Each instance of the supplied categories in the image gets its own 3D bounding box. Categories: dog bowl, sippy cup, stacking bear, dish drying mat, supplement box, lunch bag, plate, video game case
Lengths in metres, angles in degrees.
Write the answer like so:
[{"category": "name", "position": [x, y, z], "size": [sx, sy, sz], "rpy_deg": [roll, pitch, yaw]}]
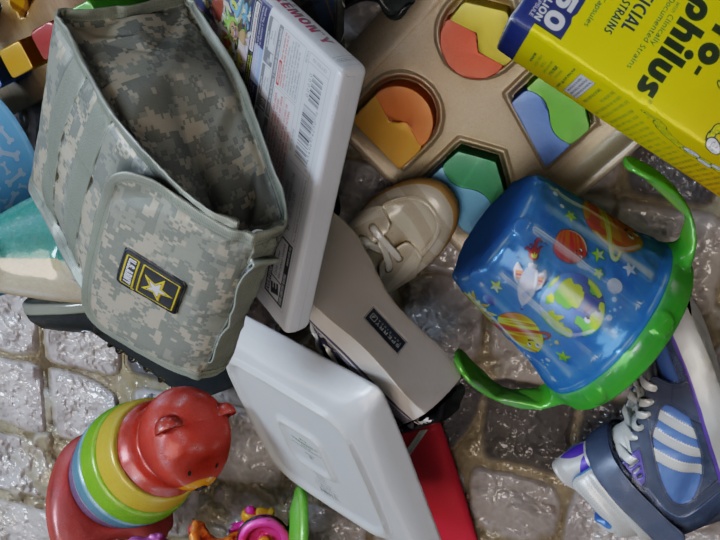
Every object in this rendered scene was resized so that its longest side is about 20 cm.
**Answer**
[{"category": "dog bowl", "position": [-0.313, -0.058, 0.921], "size": [0.111, 0.049, 0.201], "rpy_deg": [37, 140, 22]}, {"category": "sippy cup", "position": [0.141, 0.006, 0.789], "size": [0.130, 0.140, 0.179], "rpy_deg": [35, 75, -9]}, {"category": "stacking bear", "position": [-0.179, 0.161, 0.954], "size": [0.199, 0.120, 0.115], "rpy_deg": [-35, 64, 45]}, {"category": "dish drying mat", "position": [0.061, 0.222, 0.985], "size": [0.076, 0.018, 0.202], "rpy_deg": [-10, 109, 20]}, {"category": "supplement box", "position": [0.200, -0.141, 0.711], "size": [0.199, 0.110, 0.110], "rpy_deg": [33, 93, 1]}, {"category": "lunch bag", "position": [-0.128, -0.045, 0.724], "size": [0.201, 0.116, 0.165], "rpy_deg": [57, 144, 23]}, {"category": "plate", "position": [-0.034, 0.133, 0.884], "size": [0.198, 0.032, 0.202], "rpy_deg": [23, 145, 41]}, {"category": "video game case", "position": [-0.072, -0.091, 0.749], "size": [0.182, 0.023, 0.202], "rpy_deg": [47, 138, 36]}]

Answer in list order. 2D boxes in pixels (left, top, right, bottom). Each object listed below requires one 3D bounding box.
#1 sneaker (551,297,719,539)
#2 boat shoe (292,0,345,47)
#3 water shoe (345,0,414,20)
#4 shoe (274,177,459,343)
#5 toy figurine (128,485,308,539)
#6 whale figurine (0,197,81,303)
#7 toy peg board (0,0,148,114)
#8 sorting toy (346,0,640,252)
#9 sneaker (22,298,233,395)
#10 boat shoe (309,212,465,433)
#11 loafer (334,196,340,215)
[{"category": "sneaker", "position": [0.209, 0.121, 0.858], "size": [0.145, 0.081, 0.202], "rpy_deg": [-15, 113, 19]}, {"category": "boat shoe", "position": [-0.042, -0.146, 0.754], "size": [0.068, 0.057, 0.202], "rpy_deg": [5, 121, -1]}, {"category": "water shoe", "position": [-0.060, -0.201, 0.785], "size": [0.197, 0.071, 0.080], "rpy_deg": [-6, 92, 9]}, {"category": "shoe", "position": [0.000, 0.000, 0.870], "size": [0.070, 0.054, 0.199], "rpy_deg": [44, 127, -12]}, {"category": "toy figurine", "position": [-0.144, 0.277, 0.969], "size": [0.181, 0.151, 0.203], "rpy_deg": [4, 113, -10]}, {"category": "whale figurine", "position": [-0.225, -0.030, 0.855], "size": [0.197, 0.159, 0.105], "rpy_deg": [0, 95, -20]}, {"category": "toy peg board", "position": [-0.266, -0.234, 0.844], "size": [0.197, 0.098, 0.202], "rpy_deg": [-20, 105, 24]}, {"category": "sorting toy", "position": [0.084, -0.117, 0.818], "size": [0.200, 0.037, 0.185], "rpy_deg": [45, 118, -5]}, {"category": "sneaker", "position": [-0.195, 0.059, 0.963], "size": [0.197, 0.075, 0.108], "rpy_deg": [-2, 115, 19]}, {"category": "boat shoe", "position": [-0.017, 0.042, 0.832], "size": [0.201, 0.074, 0.093], "rpy_deg": [52, 144, 0]}, {"category": "loafer", "position": [-0.073, -0.115, 0.846], "size": [0.067, 0.070, 0.203], "rpy_deg": [-18, 101, 23]}]
